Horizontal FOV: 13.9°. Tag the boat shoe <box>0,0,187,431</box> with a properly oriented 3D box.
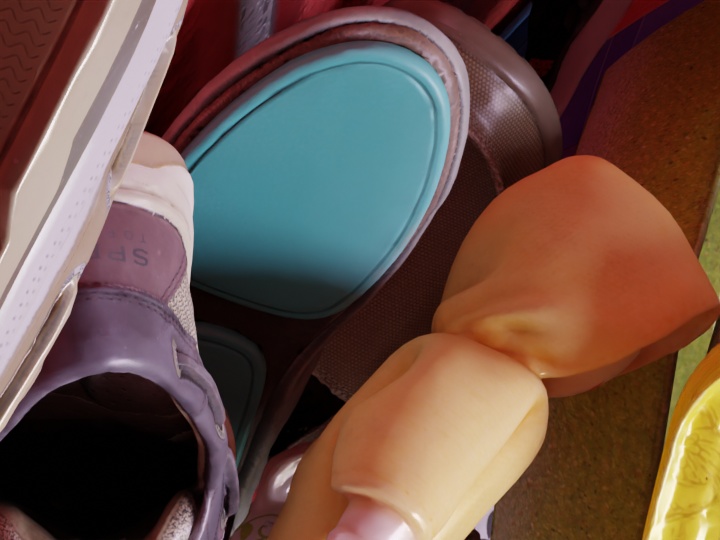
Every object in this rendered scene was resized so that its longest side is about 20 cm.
[{"bbox_3d":[-0.087,0.013,0.510,0.200,0.075,0.068,-55,164,5],"label":"boat shoe"}]

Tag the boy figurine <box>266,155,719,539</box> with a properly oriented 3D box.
[{"bbox_3d":[0.012,0.062,0.724,0.200,0.064,0.124,-51,171,-14],"label":"boy figurine"}]

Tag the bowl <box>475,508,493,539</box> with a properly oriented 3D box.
[{"bbox_3d":[0.044,0.095,1.235,0.201,0.094,0.201,-51,-174,7],"label":"bowl"}]

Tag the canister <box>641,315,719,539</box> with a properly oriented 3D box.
[{"bbox_3d":[0.121,0.069,0.782,0.200,0.086,0.149,-50,152,-74],"label":"canister"}]

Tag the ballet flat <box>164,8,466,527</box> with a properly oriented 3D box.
[{"bbox_3d":[-0.032,-0.004,0.749,0.064,0.067,0.200,-84,-161,-50],"label":"ballet flat"}]

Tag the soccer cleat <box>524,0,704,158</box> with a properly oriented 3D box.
[{"bbox_3d":[0.073,-0.038,0.963,0.201,0.073,0.068,-63,-157,-5],"label":"soccer cleat"}]

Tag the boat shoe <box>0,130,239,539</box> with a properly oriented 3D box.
[{"bbox_3d":[-0.062,0.045,0.672,0.200,0.071,0.065,96,-9,-57],"label":"boat shoe"}]

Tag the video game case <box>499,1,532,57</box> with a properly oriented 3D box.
[{"bbox_3d":[0.038,-0.039,1.068,0.200,0.018,0.143,-47,169,-30],"label":"video game case"}]

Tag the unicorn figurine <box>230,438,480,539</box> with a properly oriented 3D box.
[{"bbox_3d":[-0.042,0.134,0.824,0.137,0.074,0.201,48,50,-39],"label":"unicorn figurine"}]

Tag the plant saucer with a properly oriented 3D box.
[{"bbox_3d":[0.076,0.034,0.882,0.200,0.048,0.201,-65,164,-56],"label":"plant saucer"}]

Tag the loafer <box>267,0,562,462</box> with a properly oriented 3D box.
[{"bbox_3d":[0.000,0.000,0.861,0.068,0.076,0.200,-53,172,-36],"label":"loafer"}]
